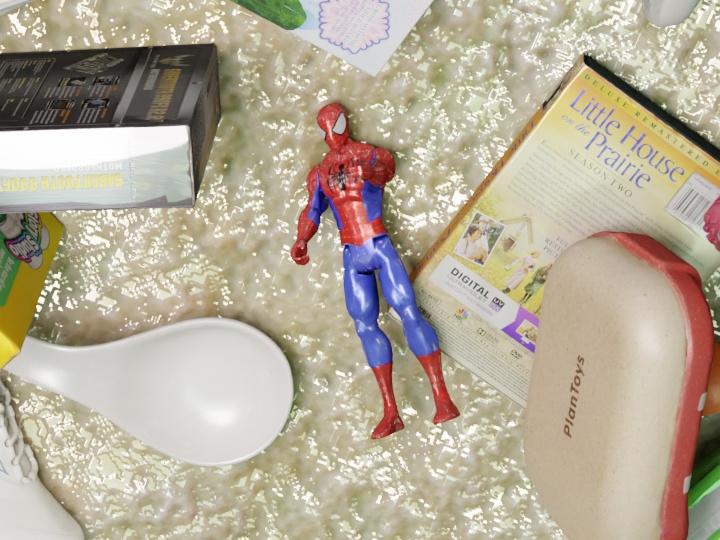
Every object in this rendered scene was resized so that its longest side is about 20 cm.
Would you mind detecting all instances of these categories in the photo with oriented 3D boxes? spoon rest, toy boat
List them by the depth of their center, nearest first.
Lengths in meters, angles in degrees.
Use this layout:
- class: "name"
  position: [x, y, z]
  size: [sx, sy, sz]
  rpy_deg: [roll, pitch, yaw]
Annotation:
- class: "toy boat"
  position: [0.179, 0.076, 1.709]
  size: [0.130, 0.130, 0.201]
  rpy_deg: [-5, 116, -28]
- class: "spoon rest"
  position: [-0.139, 0.062, 1.764]
  size: [0.199, 0.061, 0.100]
  rpy_deg: [15, 111, -3]

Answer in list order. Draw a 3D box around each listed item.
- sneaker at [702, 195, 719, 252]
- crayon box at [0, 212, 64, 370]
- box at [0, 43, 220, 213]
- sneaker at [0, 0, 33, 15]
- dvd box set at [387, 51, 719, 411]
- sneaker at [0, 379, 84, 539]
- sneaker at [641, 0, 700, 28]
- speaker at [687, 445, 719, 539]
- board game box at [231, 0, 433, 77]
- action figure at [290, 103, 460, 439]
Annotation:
- class: "sneaker"
  position: [0.289, -0.011, 1.708]
  size: [0.199, 0.081, 0.075]
  rpy_deg: [19, 98, -28]
- class: "crayon box"
  position: [-0.260, -0.032, 1.657]
  size: [0.058, 0.200, 0.173]
  rpy_deg: [-40, 104, 15]
- class: "box"
  position: [-0.164, -0.082, 1.636]
  size: [0.157, 0.200, 0.049]
  rpy_deg: [-2, 107, 1]
- class: "sneaker"
  position: [-0.163, -0.199, 1.656]
  size: [0.200, 0.080, 0.071]
  rpy_deg: [-34, 104, 12]
- class: "dvd box set"
  position: [0.131, -0.012, 1.741]
  size: [0.146, 0.029, 0.200]
  rpy_deg: [34, 109, -11]
- class: "sneaker"
  position: [-0.242, 0.107, 1.780]
  size: [0.087, 0.075, 0.200]
  rpy_deg: [-44, 104, 11]
- class: "sneaker"
  position: [0.219, -0.225, 1.640]
  size: [0.080, 0.077, 0.201]
  rpy_deg: [16, 113, -17]
- class: "speaker"
  position: [0.248, 0.136, 1.766]
  size: [0.200, 0.089, 0.088]
  rpy_deg: [-42, 104, 16]
- class: "board game box"
  position: [-0.022, -0.229, 1.585]
  size: [0.199, 0.041, 0.200]
  rpy_deg: [26, 125, -18]
- class: "action figure"
  position: [0.000, 0.000, 1.700]
  size: [0.065, 0.099, 0.201]
  rpy_deg: [-15, 90, 19]
